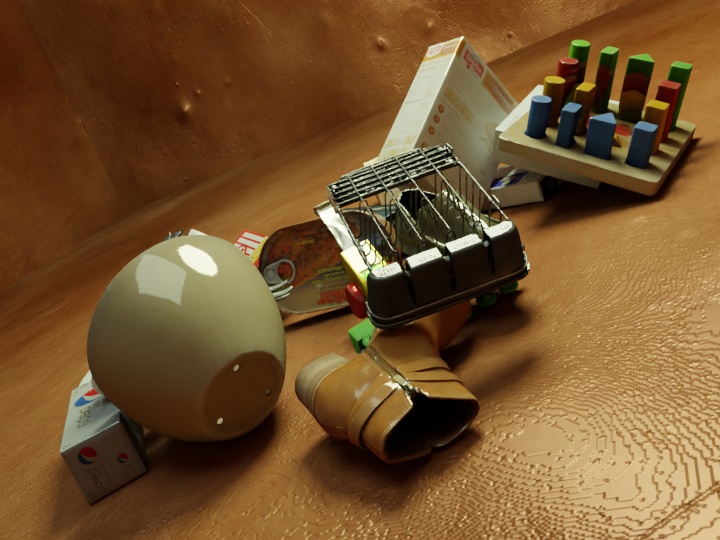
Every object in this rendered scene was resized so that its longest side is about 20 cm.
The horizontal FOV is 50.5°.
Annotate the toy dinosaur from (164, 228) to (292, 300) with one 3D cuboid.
[{"bbox_3d":[-0.183,0.039,0.934,0.197,0.184,0.105,-31,33,-2],"label":"toy dinosaur"}]

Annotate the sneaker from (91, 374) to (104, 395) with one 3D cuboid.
[{"bbox_3d":[-0.194,0.074,0.850,0.196,0.117,0.072,-5,30,-38],"label":"sneaker"}]

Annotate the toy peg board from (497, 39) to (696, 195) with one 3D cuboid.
[{"bbox_3d":[0.300,-0.202,0.936,0.196,0.100,0.199,21,38,27],"label":"toy peg board"}]

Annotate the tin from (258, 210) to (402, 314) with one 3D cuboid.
[{"bbox_3d":[-0.039,-0.009,0.963,0.195,0.115,0.042,-10,-2,25],"label":"tin"}]

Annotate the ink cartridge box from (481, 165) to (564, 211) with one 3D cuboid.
[{"bbox_3d":[0.202,-0.122,1.109,0.197,0.038,0.094,-3,28,47],"label":"ink cartridge box"}]

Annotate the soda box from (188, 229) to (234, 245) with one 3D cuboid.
[{"bbox_3d":[-0.227,0.050,0.976,0.068,0.064,0.203,19,55,2],"label":"soda box"}]

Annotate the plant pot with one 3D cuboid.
[{"bbox_3d":[-0.147,0.087,0.747,0.198,0.204,0.134,-32,44,-25],"label":"plant pot"}]

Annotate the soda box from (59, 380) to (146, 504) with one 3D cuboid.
[{"bbox_3d":[-0.283,0.175,0.848,0.067,0.065,0.200,-27,17,-11],"label":"soda box"}]

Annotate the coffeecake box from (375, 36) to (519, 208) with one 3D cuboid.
[{"bbox_3d":[0.126,-0.187,1.055,0.072,0.153,0.204,3,62,51],"label":"coffeecake box"}]

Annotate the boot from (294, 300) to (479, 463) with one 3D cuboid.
[{"bbox_3d":[0.051,0.078,0.639,0.196,0.079,0.154,-24,19,-25],"label":"boot"}]

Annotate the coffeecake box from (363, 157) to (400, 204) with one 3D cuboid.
[{"bbox_3d":[0.112,-0.188,1.350,0.196,0.075,0.154,-24,15,2],"label":"coffeecake box"}]

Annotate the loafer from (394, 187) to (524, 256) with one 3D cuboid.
[{"bbox_3d":[0.089,-0.043,0.790,0.074,0.071,0.199,-30,25,-22],"label":"loafer"}]

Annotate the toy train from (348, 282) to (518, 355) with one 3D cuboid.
[{"bbox_3d":[0.076,0.035,0.774,0.197,0.043,0.056,-30,31,-15],"label":"toy train"}]

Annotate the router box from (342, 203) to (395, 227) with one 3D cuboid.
[{"bbox_3d":[-0.023,-0.035,1.117,0.148,0.063,0.198,-32,17,-25],"label":"router box"}]

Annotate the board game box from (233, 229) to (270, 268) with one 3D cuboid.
[{"bbox_3d":[-0.175,0.021,1.103,0.153,0.046,0.199,-54,21,-9],"label":"board game box"}]

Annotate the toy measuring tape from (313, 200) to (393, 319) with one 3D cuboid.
[{"bbox_3d":[0.000,0.000,0.885,0.072,0.075,0.201,-27,49,-12],"label":"toy measuring tape"}]

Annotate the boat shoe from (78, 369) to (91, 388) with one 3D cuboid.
[{"bbox_3d":[-0.330,0.133,1.052,0.062,0.072,0.201,-24,24,2],"label":"boat shoe"}]

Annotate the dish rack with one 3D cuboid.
[{"bbox_3d":[0.052,-0.046,0.714,0.150,0.056,0.201,-18,38,-7],"label":"dish rack"}]

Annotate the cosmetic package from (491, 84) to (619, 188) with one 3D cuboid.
[{"bbox_3d":[0.283,-0.191,1.053,0.148,0.053,0.200,20,37,21],"label":"cosmetic package"}]
